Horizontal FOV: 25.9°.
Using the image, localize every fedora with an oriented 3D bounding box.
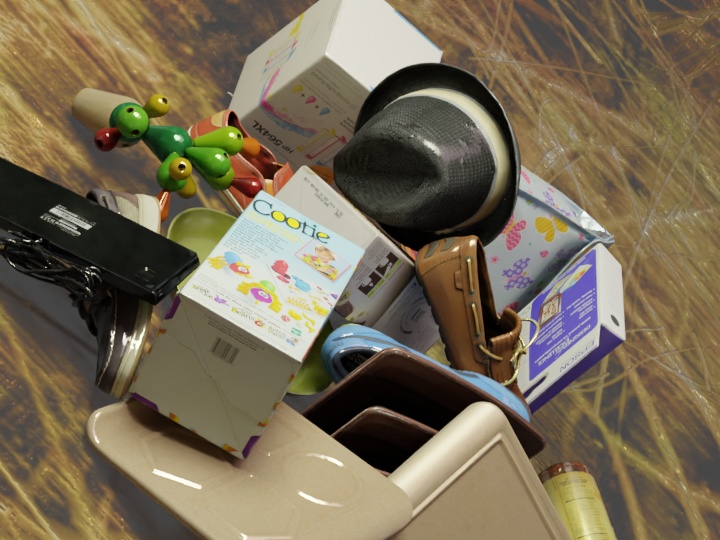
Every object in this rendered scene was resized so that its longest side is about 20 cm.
[{"bbox_3d":[0.045,-0.095,1.423,0.091,0.201,0.201,-16,67,-46],"label":"fedora"}]

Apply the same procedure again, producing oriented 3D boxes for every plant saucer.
[{"bbox_3d":[-0.102,0.033,1.380,0.200,0.031,0.200,38,29,-25],"label":"plant saucer"}]

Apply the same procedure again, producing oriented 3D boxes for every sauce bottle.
[{"bbox_3d":[0.223,0.282,1.526,0.066,0.066,0.200,26,37,-40],"label":"sauce bottle"}]

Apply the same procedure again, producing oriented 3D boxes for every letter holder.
[{"bbox_3d":[0.058,0.170,1.320,0.200,0.142,0.101,33,31,-32],"label":"letter holder"}]

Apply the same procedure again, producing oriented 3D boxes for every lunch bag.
[{"bbox_3d":[0.163,-0.015,1.688,0.200,0.170,0.127,32,19,-36],"label":"lunch bag"}]

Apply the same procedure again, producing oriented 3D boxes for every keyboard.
[{"bbox_3d":[-0.230,-0.020,1.188,0.200,0.040,0.104,25,33,15],"label":"keyboard"}]

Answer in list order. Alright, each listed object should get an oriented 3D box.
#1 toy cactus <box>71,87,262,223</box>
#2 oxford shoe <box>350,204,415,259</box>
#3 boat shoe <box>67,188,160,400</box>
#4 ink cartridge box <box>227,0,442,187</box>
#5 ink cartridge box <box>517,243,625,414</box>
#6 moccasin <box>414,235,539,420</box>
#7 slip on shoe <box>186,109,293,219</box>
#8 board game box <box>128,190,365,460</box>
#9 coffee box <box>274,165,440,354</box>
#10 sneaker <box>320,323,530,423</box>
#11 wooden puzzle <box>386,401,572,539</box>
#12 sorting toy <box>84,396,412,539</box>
[{"bbox_3d":[-0.182,-0.108,1.369,0.165,0.102,0.200,26,9,24],"label":"toy cactus"},{"bbox_3d":[0.023,0.009,1.588,0.072,0.071,0.200,9,39,-24],"label":"oxford shoe"},{"bbox_3d":[-0.197,0.014,1.222,0.065,0.072,0.200,15,46,-17],"label":"boat shoe"},{"bbox_3d":[-0.038,-0.175,1.591,0.128,0.200,0.125,37,45,-23],"label":"ink cartridge box"},{"bbox_3d":[0.180,0.091,1.559,0.043,0.198,0.200,40,28,-13],"label":"ink cartridge box"},{"bbox_3d":[0.117,0.058,1.419,0.074,0.078,0.202,-57,129,-62],"label":"moccasin"},{"bbox_3d":[-0.086,-0.073,1.514,0.200,0.061,0.074,48,24,-7],"label":"slip on shoe"},{"bbox_3d":[-0.084,0.038,1.223,0.105,0.103,0.200,30,28,0],"label":"board game box"},{"bbox_3d":[0.000,0.000,1.444,0.113,0.080,0.200,44,3,34],"label":"coffee box"},{"bbox_3d":[0.057,0.109,1.361,0.200,0.066,0.078,25,8,-6],"label":"sneaker"},{"bbox_3d":[0.086,0.236,1.267,0.185,0.037,0.200,-38,104,-28],"label":"wooden puzzle"},{"bbox_3d":[-0.083,0.156,1.176,0.200,0.037,0.185,38,31,23],"label":"sorting toy"}]
